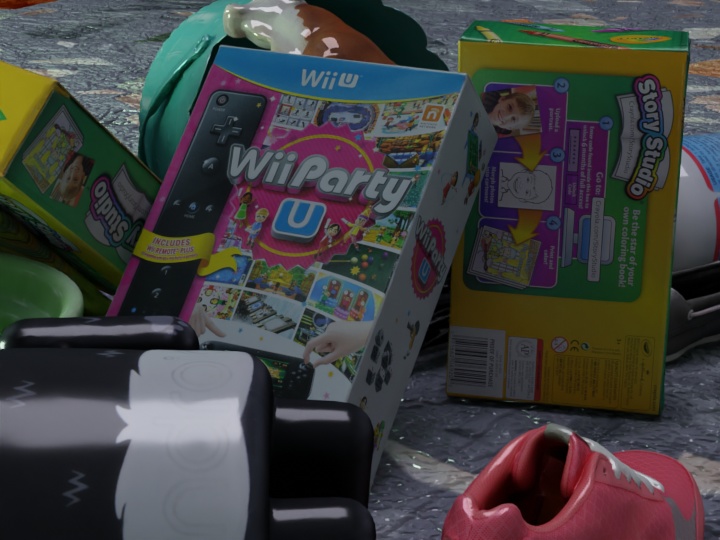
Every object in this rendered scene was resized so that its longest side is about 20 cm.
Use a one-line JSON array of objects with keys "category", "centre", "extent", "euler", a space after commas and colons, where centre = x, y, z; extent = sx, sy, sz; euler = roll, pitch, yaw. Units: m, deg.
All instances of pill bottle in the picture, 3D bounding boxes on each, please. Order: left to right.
[{"category": "pill bottle", "centre": [0.226, -0.036, 1.064], "extent": [0.199, 0.109, 0.109], "euler": [-7, 18, -27]}]

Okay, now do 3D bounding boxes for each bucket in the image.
[{"category": "bucket", "centre": [-0.047, -0.093, 1.081], "extent": [0.206, 0.208, 0.135], "euler": [-6, 14, -25]}]

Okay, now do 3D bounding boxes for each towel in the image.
[{"category": "towel", "centre": [-0.176, 0.005, 0.855], "extent": [0.086, 0.018, 0.200], "euler": [14, -18, 27]}]

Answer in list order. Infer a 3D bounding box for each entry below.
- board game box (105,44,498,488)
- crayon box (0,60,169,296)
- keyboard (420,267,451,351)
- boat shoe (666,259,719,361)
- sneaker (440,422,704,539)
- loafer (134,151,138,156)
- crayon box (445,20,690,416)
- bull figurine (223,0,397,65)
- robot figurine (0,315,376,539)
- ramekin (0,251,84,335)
[{"category": "board game box", "centre": [-0.034, -0.006, 0.798], "extent": [0.147, 0.201, 0.064], "euler": [10, -23, 27]}, {"category": "crayon box", "centre": [-0.187, -0.055, 0.836], "extent": [0.172, 0.058, 0.200], "euler": [20, -13, 25]}, {"category": "keyboard", "centre": [0.045, 0.000, 0.951], "extent": [0.199, 0.040, 0.104], "euler": [-10, 64, -33]}, {"category": "boat shoe", "centre": [0.196, 0.016, 0.974], "extent": [0.199, 0.057, 0.067], "euler": [-8, 19, -29]}, {"category": "sneaker", "centre": [0.090, 0.097, 0.636], "extent": [0.074, 0.087, 0.200], "euler": [12, 19, 29]}, {"category": "loafer", "centre": [-0.079, -0.054, 1.202], "extent": [0.199, 0.072, 0.063], "euler": [4, -1, -12]}, {"category": "crayon box", "centre": [0.110, -0.028, 0.864], "extent": [0.118, 0.201, 0.058], "euler": [5, 17, 11]}, {"category": "bull figurine", "centre": [-0.003, -0.090, 0.944], "extent": [0.200, 0.065, 0.122], "euler": [39, 36, -7]}, {"category": "robot figurine", "centre": [-0.095, 0.091, 0.586], "extent": [0.199, 0.125, 0.150], "euler": [1, 11, -3]}, {"category": "ramekin", "centre": [-0.223, 0.060, 0.717], "extent": [0.199, 0.098, 0.200], "euler": [2, 16, 0]}]
